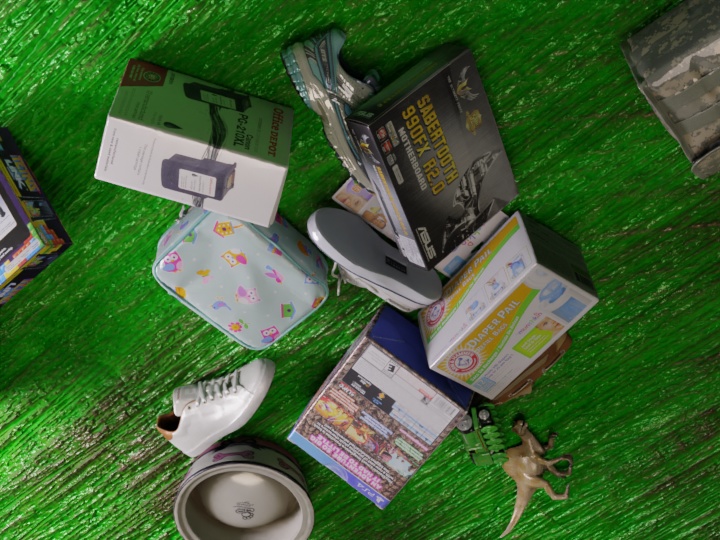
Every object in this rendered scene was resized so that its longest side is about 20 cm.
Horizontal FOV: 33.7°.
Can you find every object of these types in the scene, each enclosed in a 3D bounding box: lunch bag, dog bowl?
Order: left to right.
[{"bbox_3d":[-0.149,-0.003,1.453,0.160,0.077,0.200,-38,116,25],"label":"lunch bag"},{"bbox_3d":[-0.162,0.320,1.677,0.197,0.074,0.202,0,124,-1],"label":"dog bowl"},{"bbox_3d":[0.404,-0.200,1.297,0.163,0.118,0.200,-32,125,20],"label":"lunch bag"}]

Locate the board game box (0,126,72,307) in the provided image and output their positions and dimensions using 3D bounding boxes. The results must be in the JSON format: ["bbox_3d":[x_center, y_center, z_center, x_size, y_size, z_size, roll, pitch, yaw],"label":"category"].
[{"bbox_3d":[-0.452,-0.043,1.389,0.199,0.057,0.166,-36,79,22],"label":"board game box"}]

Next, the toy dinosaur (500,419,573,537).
[{"bbox_3d":[0.246,0.286,1.675,0.100,0.058,0.202,7,118,13],"label":"toy dinosaur"}]

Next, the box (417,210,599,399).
[{"bbox_3d":[0.176,0.046,1.463,0.112,0.102,0.200,27,121,-27],"label":"box"}]

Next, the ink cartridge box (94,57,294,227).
[{"bbox_3d":[-0.178,-0.142,1.316,0.198,0.145,0.085,16,123,-11],"label":"ink cartridge box"}]

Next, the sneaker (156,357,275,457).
[{"bbox_3d":[-0.197,0.173,1.575,0.084,0.073,0.200,36,119,-25],"label":"sneaker"}]

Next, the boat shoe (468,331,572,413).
[{"bbox_3d":[0.196,0.137,1.551,0.073,0.076,0.200,31,120,-23],"label":"boat shoe"}]

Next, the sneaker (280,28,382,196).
[{"bbox_3d":[-0.005,-0.175,1.323,0.086,0.078,0.201,-30,107,9],"label":"sneaker"}]

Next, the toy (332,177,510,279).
[{"bbox_3d":[0.076,-0.063,1.429,0.199,0.047,0.115,34,120,-20],"label":"toy"}]

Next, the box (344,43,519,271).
[{"bbox_3d":[0.085,-0.125,1.335,0.158,0.048,0.201,-38,125,-21],"label":"box"}]

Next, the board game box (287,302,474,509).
[{"bbox_3d":[0.030,0.176,1.537,0.159,0.097,0.201,36,119,-2],"label":"board game box"}]

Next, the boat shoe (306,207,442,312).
[{"bbox_3d":[0.001,-0.004,1.462,0.201,0.075,0.086,28,137,-30],"label":"boat shoe"}]

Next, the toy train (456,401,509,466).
[{"bbox_3d":[0.161,0.220,1.578,0.056,0.042,0.200,-11,155,9],"label":"toy train"}]
